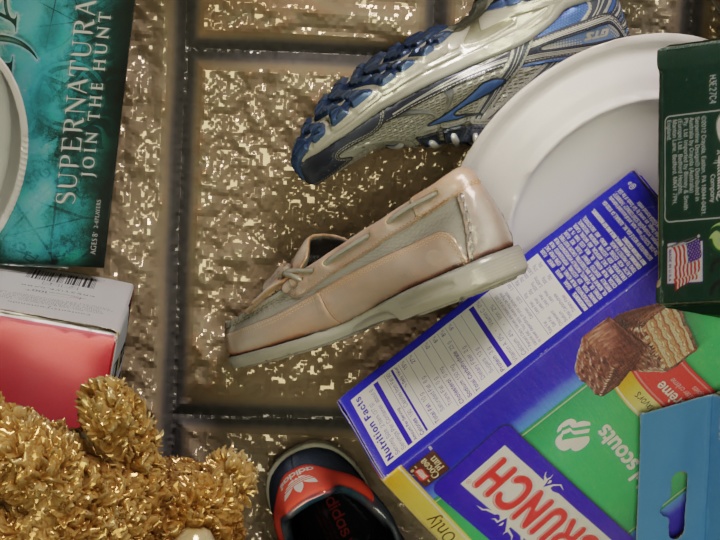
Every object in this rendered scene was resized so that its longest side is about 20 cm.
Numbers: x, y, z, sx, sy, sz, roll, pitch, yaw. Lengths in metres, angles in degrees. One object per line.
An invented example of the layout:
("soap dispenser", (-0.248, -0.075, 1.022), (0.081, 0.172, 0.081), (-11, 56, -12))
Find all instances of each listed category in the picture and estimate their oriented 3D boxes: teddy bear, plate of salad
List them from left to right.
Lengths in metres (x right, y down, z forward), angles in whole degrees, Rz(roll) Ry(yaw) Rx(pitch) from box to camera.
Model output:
("teddy bear", (-0.136, 0.116, 0.939), (0.200, 0.067, 0.145), (40, 82, -35))
("plate of salad", (0.134, -0.040, 1.056), (0.199, 0.048, 0.201), (-10, 125, -15))

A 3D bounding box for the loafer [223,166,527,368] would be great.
("loafer", (0.000, 0.000, 1.032), (0.199, 0.072, 0.063), (-19, 91, 41))

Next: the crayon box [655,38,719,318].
("crayon box", (0.221, -0.036, 0.999), (0.051, 0.200, 0.128), (-4, 82, 39))

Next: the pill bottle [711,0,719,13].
("pill bottle", (0.243, -0.160, 0.980), (0.119, 0.200, 0.120), (0, 99, -2))

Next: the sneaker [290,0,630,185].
("sneaker", (0.058, -0.090, 1.050), (0.199, 0.077, 0.085), (-30, 104, 4))

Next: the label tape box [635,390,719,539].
("label tape box", (0.248, 0.120, 1.046), (0.199, 0.063, 0.145), (-16, 126, -16))

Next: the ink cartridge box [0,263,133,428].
("ink cartridge box", (-0.176, 0.112, 1.022), (0.083, 0.176, 0.201), (10, 100, -5))

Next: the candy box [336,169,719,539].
("candy box", (0.117, 0.076, 1.048), (0.200, 0.077, 0.169), (-38, 127, 6))

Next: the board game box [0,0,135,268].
("board game box", (-0.189, -0.098, 1.022), (0.135, 0.028, 0.201), (2, 116, -15))

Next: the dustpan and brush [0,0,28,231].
("dustpan and brush", (-0.205, -0.099, 0.965), (0.139, 0.057, 0.200), (26, 109, -22))

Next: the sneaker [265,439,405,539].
("sneaker", (0.013, 0.189, 1.089), (0.075, 0.085, 0.200), (-37, 99, 4))
